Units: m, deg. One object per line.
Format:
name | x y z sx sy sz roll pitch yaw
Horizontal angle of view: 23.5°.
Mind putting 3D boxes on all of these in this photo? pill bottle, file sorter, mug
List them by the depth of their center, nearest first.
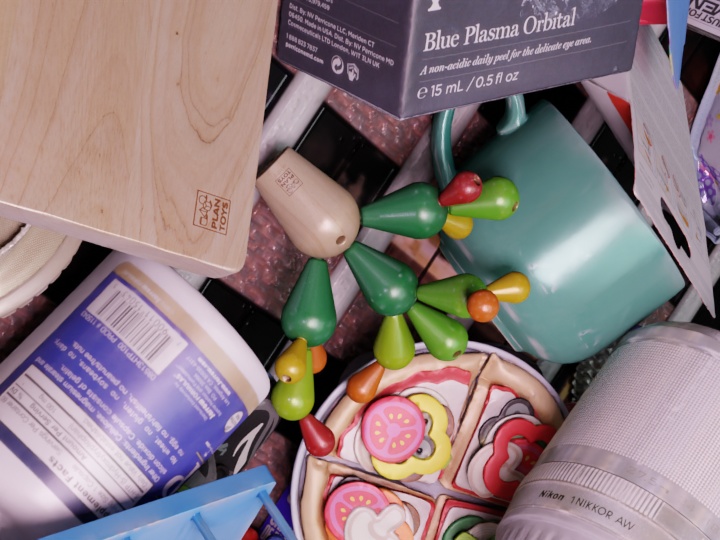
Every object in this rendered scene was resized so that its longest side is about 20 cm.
file sorter | -0.119 0.212 0.895 0.199 0.123 0.139 -13 145 -42
pill bottle | -0.156 0.094 0.947 0.200 0.119 0.120 -46 137 -12
mug | 0.112 -0.028 1.133 0.114 0.186 0.152 -38 157 4

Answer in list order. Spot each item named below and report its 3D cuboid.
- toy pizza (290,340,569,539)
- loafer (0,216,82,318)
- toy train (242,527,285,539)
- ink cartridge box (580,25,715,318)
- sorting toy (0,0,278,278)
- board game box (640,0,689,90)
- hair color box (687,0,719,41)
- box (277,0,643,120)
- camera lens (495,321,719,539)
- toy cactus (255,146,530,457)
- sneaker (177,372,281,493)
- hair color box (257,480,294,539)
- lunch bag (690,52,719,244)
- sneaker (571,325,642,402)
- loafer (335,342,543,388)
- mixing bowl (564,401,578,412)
toy pizza | 0.053 0.145 1.125 0.198 0.032 0.203 -3 103 -12
loafer | -0.167 -0.052 0.879 0.069 0.075 0.201 55 52 -31
toy train | -0.113 0.252 1.073 0.200 0.085 0.116 -41 179 -1
ink cartridge box | 0.179 -0.085 1.136 0.162 0.050 0.202 48 36 -48
sorting toy | -0.144 -0.112 0.818 0.197 0.069 0.202 17 70 -31
board game box | 0.186 -0.214 1.111 0.201 0.038 0.159 -71 156 -50
hair color box | 0.291 -0.252 1.196 0.061 0.101 0.202 14 104 -47
box | 0.068 -0.210 0.990 0.195 0.117 0.202 -16 123 -38
camera lens | 0.187 0.145 1.074 0.200 0.159 0.161 -51 140 -26
toy cactus | 0.000 0.000 1.032 0.200 0.102 0.165 -43 99 11
sneaker | -0.108 0.149 1.055 0.200 0.082 0.071 -51 137 -9
hair color box | -0.044 0.242 1.190 0.109 0.065 0.201 34 86 -48
lunch bag | 0.351 -0.115 1.322 0.168 0.127 0.202 -4 123 -41
sneaker | 0.224 0.110 1.379 0.099 0.069 0.202 -35 138 -34
loafer | 0.069 0.094 1.211 0.199 0.063 0.073 3 112 -45
mixing bowl | 0.161 0.167 1.237 0.199 0.200 0.109 -29 135 -29
